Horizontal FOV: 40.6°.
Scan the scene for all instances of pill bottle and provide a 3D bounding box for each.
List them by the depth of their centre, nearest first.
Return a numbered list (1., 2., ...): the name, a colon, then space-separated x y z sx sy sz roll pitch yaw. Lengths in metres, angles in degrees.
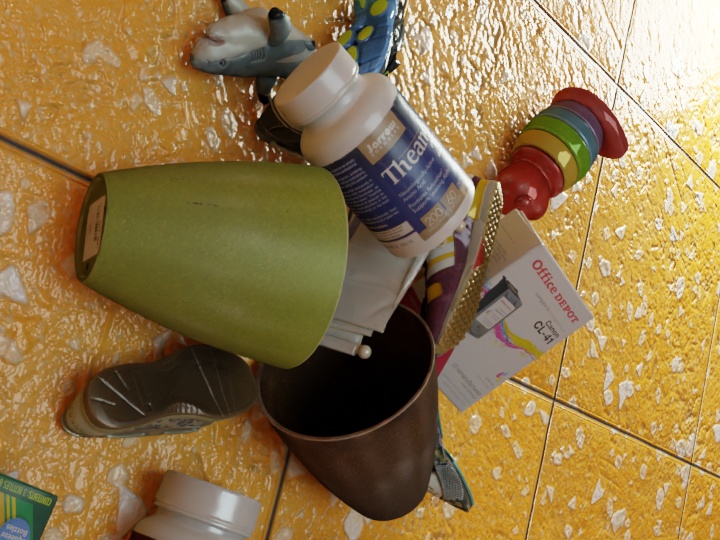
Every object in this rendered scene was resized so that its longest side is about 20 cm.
1. pill bottle: -0.166 0.291 0.872 0.114 0.113 0.203 34 67 -42
2. pill bottle: 0.013 -0.116 0.937 0.200 0.110 0.112 46 60 -25

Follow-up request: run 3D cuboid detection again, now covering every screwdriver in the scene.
1. screwdriver: 0.078 0.015 1.085 0.029 0.028 0.203 20 63 -26

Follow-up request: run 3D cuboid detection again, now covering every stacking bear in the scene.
1. stacking bear: 0.250 -0.143 1.302 0.200 0.121 0.115 -46 125 -26

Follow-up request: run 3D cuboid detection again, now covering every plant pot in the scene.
1. plant pot: -0.141 -0.021 0.856 0.198 0.186 0.190 11 83 -30
2. plant pot: 0.007 0.166 1.024 0.187 0.185 0.202 -50 139 -32

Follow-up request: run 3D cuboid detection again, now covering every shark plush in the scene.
1. shark plush: -0.093 -0.211 0.989 0.084 0.090 0.200 -64 156 3

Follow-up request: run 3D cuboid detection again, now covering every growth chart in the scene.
1. growth chart: 0.000 0.000 1.011 0.201 0.143 0.018 -54 147 -21

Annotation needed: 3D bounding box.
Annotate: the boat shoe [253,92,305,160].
1. boat shoe: -0.025 -0.139 1.040 0.198 0.064 0.071 18 44 -40

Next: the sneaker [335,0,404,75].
1. sneaker: 0.015 -0.235 1.048 0.201 0.070 0.083 -73 150 -43

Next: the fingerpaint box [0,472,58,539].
1. fingerpaint box: -0.347 0.206 0.704 0.200 0.073 0.169 39 65 -40

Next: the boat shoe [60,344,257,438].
1. boat shoe: -0.180 0.115 0.896 0.199 0.062 0.074 3 64 -49

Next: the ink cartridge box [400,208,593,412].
1. ink cartridge box: 0.150 0.049 1.142 0.199 0.086 0.148 -36 125 10

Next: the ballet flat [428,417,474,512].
1. ballet flat: 0.077 0.218 1.171 0.072 0.071 0.203 -39 119 -38

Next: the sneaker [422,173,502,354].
1. sneaker: 0.089 -0.010 1.054 0.075 0.089 0.202 54 52 -62
